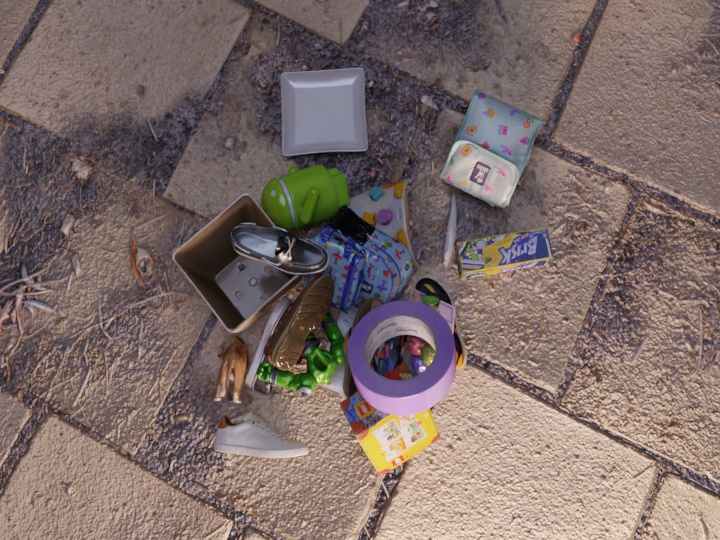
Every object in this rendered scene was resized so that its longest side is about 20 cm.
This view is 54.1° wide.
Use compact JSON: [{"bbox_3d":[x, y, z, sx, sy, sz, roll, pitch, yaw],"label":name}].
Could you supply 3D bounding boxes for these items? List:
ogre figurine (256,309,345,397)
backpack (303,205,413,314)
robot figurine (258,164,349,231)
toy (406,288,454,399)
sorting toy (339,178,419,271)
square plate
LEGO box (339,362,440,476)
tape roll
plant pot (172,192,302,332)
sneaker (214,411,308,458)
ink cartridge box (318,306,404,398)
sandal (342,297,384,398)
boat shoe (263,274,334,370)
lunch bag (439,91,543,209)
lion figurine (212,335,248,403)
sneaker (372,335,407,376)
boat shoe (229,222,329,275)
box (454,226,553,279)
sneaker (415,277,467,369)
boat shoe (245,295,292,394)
[{"bbox_3d":[-0.102,0.172,1.405,0.119,0.100,0.198,38,41,23],"label":"ogre figurine"},{"bbox_3d":[0.000,0.000,1.437,0.197,0.185,0.135,29,39,9],"label":"backpack"},{"bbox_3d":[-0.123,-0.153,1.506,0.195,0.118,0.176,-19,32,-15],"label":"robot figurine"},{"bbox_3d":[0.126,0.150,1.399,0.114,0.046,0.206,23,117,42],"label":"toy"},{"bbox_3d":[0.025,-0.096,1.523,0.175,0.107,0.206,-9,76,20],"label":"sorting toy"},{"bbox_3d":[-0.083,-0.358,1.606,0.194,0.028,0.204,-3,77,1],"label":"square plate"},{"bbox_3d":[0.061,0.292,1.363,0.147,0.202,0.078,-30,50,-6],"label":"LEGO box"},{"bbox_3d":[0.076,0.156,1.286,0.194,0.066,0.204,-6,51,7],"label":"tape roll"},{"bbox_3d":[-0.234,0.004,1.453,0.199,0.177,0.201,-40,78,-8],"label":"plant pot"},{"bbox_3d":[-0.199,0.333,1.433,0.194,0.073,0.087,5,80,5],"label":"sneaker"},{"bbox_3d":[0.008,0.173,1.485,0.158,0.050,0.204,20,67,7],"label":"ink cartridge box"},{"bbox_3d":[-0.003,0.151,1.389,0.079,0.053,0.206,15,87,-40],"label":"sandal"},{"bbox_3d":[-0.123,0.091,1.364,0.067,0.072,0.203,18,71,43],"label":"boat shoe"},{"bbox_3d":[0.278,-0.254,1.524,0.167,0.122,0.204,25,87,5],"label":"lunch bag"},{"bbox_3d":[-0.255,0.195,1.409,0.070,0.200,0.126,12,84,-15],"label":"lion figurine"},{"bbox_3d":[0.047,0.175,1.429,0.076,0.076,0.205,2,67,21],"label":"sneaker"},{"bbox_3d":[-0.156,-0.042,1.341,0.194,0.060,0.078,9,76,3],"label":"boat shoe"},{"bbox_3d":[0.303,-0.036,1.502,0.194,0.064,0.072,-10,77,0],"label":"box"},{"bbox_3d":[0.161,0.108,1.453,0.069,0.090,0.205,-24,78,20],"label":"sneaker"},{"bbox_3d":[-0.173,0.157,1.472,0.066,0.072,0.205,20,81,9],"label":"boat shoe"}]
